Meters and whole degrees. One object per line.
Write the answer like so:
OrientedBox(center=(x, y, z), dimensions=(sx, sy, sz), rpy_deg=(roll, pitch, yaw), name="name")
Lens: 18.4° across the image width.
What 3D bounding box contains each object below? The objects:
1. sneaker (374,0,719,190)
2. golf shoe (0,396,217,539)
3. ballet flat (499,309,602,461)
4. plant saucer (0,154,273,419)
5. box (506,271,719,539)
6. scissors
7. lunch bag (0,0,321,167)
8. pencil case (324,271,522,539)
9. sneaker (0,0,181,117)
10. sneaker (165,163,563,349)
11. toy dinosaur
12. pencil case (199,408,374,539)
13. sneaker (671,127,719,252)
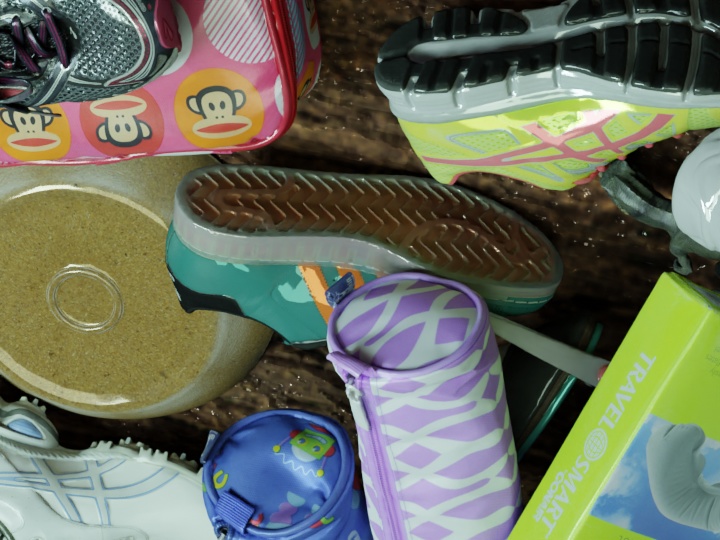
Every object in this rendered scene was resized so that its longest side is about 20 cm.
OrientedBox(center=(0.112, -0.080, 1.058), dimensions=(0.199, 0.078, 0.091), rpy_deg=(0, 135, 15), name="sneaker")
OrientedBox(center=(-0.155, 0.136, 1.222), dimensions=(0.199, 0.098, 0.078), rpy_deg=(19, 155, -1), name="golf shoe")
OrientedBox(center=(0.062, 0.092, 1.179), dimensions=(0.068, 0.068, 0.201), rpy_deg=(26, 124, 5), name="ballet flat")
OrientedBox(center=(-0.143, 0.007, 1.182), dimensions=(0.199, 0.035, 0.201), rpy_deg=(6, 124, 9), name="plant saucer")
OrientedBox(center=(0.151, 0.110, 1.090), dimensions=(0.122, 0.048, 0.201), rpy_deg=(21, 106, -32), name="box")
OrientedBox(center=(0.133, 0.063, 1.116), dimensions=(0.199, 0.014, 0.074), rpy_deg=(9, 87, -23), name="scissors")
OrientedBox(center=(-0.124, -0.143, 1.058), dimensions=(0.199, 0.082, 0.177), rpy_deg=(-3, 117, 16), name="lunch bag")
OrientedBox(center=(0.035, 0.097, 1.095), dimensions=(0.084, 0.086, 0.201), rpy_deg=(14, 133, 34), name="pencil case")
OrientedBox(center=(-0.175, -0.097, 1.005), dimensions=(0.199, 0.075, 0.081), rpy_deg=(-5, 119, 20), name="sneaker")
OrientedBox(center=(0.000, 0.000, 1.127), dimensions=(0.199, 0.072, 0.080), rpy_deg=(10, 134, -4), name="sneaker")
OrientedBox(center=(0.204, -0.006, 1.079), dimensions=(0.199, 0.048, 0.088), rpy_deg=(16, 161, 22), name="toy dinosaur")
OrientedBox(center=(-0.029, 0.153, 1.186), dimensions=(0.078, 0.087, 0.200), rpy_deg=(41, 161, 33), name="pencil case")
OrientedBox(center=(0.247, -0.046, 0.999), dimensions=(0.199, 0.100, 0.078), rpy_deg=(-31, 139, -3), name="sneaker")
